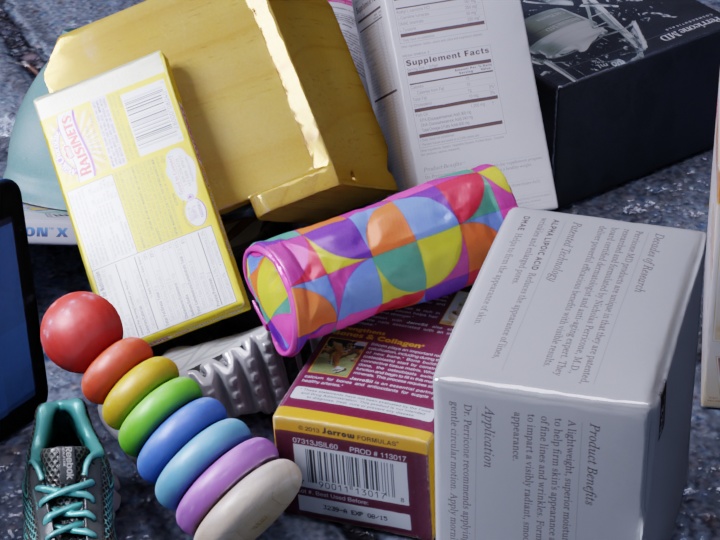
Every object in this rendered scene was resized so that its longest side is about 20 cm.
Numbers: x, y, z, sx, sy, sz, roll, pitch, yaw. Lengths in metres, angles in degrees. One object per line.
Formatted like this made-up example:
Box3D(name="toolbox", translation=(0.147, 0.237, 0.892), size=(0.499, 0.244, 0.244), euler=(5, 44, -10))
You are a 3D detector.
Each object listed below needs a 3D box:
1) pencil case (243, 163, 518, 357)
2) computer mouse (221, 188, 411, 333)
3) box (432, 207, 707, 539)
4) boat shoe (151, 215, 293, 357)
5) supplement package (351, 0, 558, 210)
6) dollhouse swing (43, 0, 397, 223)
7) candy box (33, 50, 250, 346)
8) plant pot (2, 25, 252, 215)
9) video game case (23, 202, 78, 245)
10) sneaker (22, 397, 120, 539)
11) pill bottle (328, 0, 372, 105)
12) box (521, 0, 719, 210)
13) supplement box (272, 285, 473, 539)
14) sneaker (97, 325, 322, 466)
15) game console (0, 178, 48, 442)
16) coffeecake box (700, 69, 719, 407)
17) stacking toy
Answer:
Box3D(name="pencil case", translation=(0.020, -0.008, 1.368), size=(0.200, 0.088, 0.088), euler=(-18, 36, -25))
Box3D(name="computer mouse", translation=(0.000, 0.000, 1.475), size=(0.200, 0.140, 0.046), euler=(-14, 60, -21))
Box3D(name="box", translation=(0.131, 0.098, 1.244), size=(0.131, 0.199, 0.200), euler=(8, 34, 15))
Box3D(name="boat shoe", translation=(-0.127, 0.013, 1.517), size=(0.074, 0.076, 0.200), euler=(12, 27, 30))
Box3D(name="supplement package", translation=(0.072, -0.135, 1.582), size=(0.109, 0.200, 0.114), euler=(-10, 1, -12))
Box3D(name="dollhouse swing", translation=(-0.106, -0.119, 1.522), size=(0.176, 0.200, 0.182), euler=(-25, -9, 19))
Box3D(name="candy box", translation=(-0.156, -0.048, 1.426), size=(0.102, 0.026, 0.200), euler=(-21, 76, 8))
Box3D(name="plant pot", translation=(-0.182, -0.124, 1.602), size=(0.200, 0.134, 0.200), euler=(4, 9, -1))
Box3D(name="video game case", translation=(-0.305, -0.048, 1.566), size=(0.182, 0.022, 0.200), euler=(1, 11, -18))
Box3D(name="sneaker", translation=(-0.188, 0.156, 1.275), size=(0.078, 0.091, 0.200), euler=(-9, 34, -8))
Box3D(name="pill bottle", translation=(-0.033, -0.142, 1.703), size=(0.113, 0.113, 0.200), euler=(1, 33, 5))
Box3D(name="box", translation=(0.183, -0.170, 1.726), size=(0.200, 0.124, 0.197), euler=(-22, 40, -27))
Box3D(name="supplement box", translation=(0.028, 0.083, 1.378), size=(0.110, 0.086, 0.200), euler=(9, 35, 18))
Box3D(name="sneaker", translation=(-0.094, 0.072, 1.424), size=(0.200, 0.075, 0.081), euler=(-23, 29, -29))
Box3D(name="game console", translation=(-0.250, 0.070, 1.312), size=(0.118, 0.200, 0.171), euler=(-14, 35, -16))
Box3D(name="coffeecake box", translation=(0.283, -0.025, 1.423), size=(0.073, 0.200, 0.154), euler=(3, 34, 9))
Box3D(name="stacking toy", translation=(-0.132, 0.092, 1.307), size=(0.200, 0.085, 0.085), euler=(46, 51, 15))
